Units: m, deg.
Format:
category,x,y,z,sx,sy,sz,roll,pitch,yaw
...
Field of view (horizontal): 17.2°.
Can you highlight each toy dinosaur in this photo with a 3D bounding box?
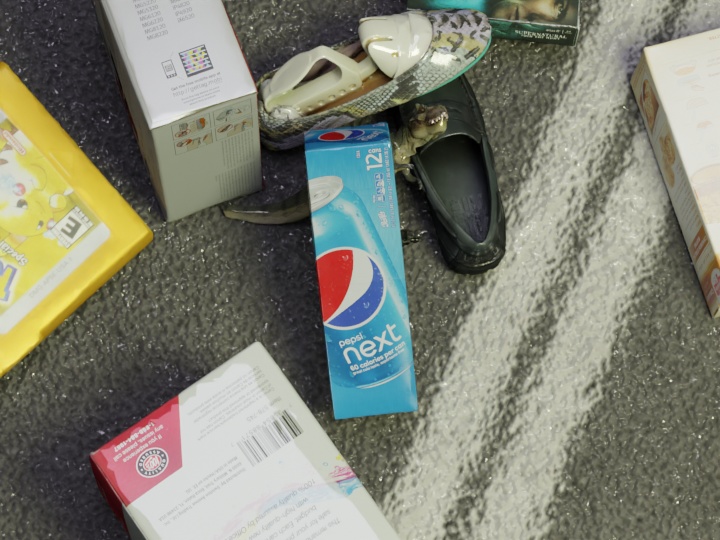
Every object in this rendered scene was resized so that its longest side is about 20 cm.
category,x,y,z,sx,sy,sz,roll,pitch,yaw
toy dinosaur,-0.004,-0.051,1.767,0.199,0.047,0.089,-27,76,21

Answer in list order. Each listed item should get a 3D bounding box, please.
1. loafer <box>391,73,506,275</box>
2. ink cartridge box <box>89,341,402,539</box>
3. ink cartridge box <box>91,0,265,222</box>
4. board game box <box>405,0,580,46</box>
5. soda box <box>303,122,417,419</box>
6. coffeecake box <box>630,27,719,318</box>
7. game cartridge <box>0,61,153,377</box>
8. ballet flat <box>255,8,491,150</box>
category,x,y,z,sx,sy,sz,roll,pitch,yaw
loafer,0.068,-0.096,1.792,0.068,0.070,0.202,-14,73,-6
ink cartridge box,-0.072,0.184,1.659,0.145,0.145,0.200,-33,76,-12
ink cartridge box,-0.138,-0.156,1.735,0.083,0.200,0.176,-20,74,-7
board game box,0.109,-0.270,1.852,0.134,0.028,0.201,6,61,0
soda box,0.000,0.000,1.709,0.064,0.068,0.201,-7,105,0
coffeecake box,0.310,-0.085,1.796,0.153,0.073,0.201,-15,73,-7
game cartridge,-0.279,-0.025,1.740,0.200,0.032,0.176,-44,97,-22
ballet flat,0.000,-0.151,1.772,0.199,0.072,0.072,-24,73,14
